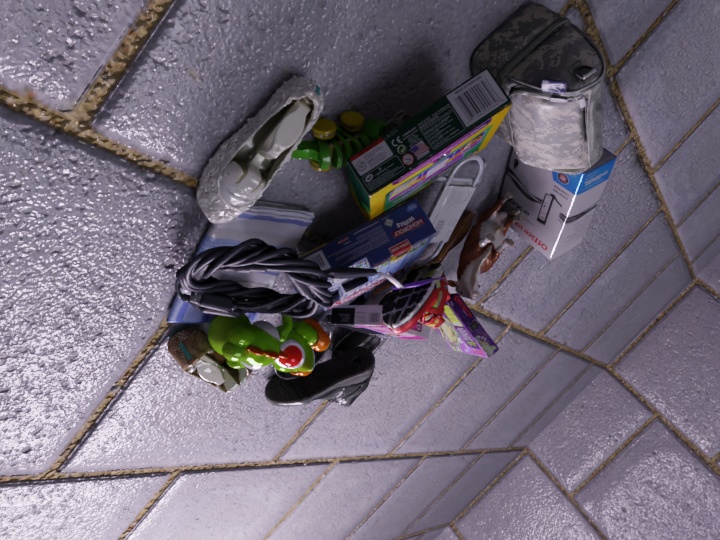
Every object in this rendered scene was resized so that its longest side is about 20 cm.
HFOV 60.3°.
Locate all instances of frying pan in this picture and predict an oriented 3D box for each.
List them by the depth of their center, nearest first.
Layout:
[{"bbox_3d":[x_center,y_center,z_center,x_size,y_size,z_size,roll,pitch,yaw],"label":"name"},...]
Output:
[{"bbox_3d":[-0.074,0.096,1.006,0.191,0.031,0.115,-55,145,7],"label":"frying pan"},{"bbox_3d":[-0.004,0.106,1.097,0.114,0.031,0.191,-23,146,-19],"label":"frying pan"}]

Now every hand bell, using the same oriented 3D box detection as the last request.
[{"bbox_3d":[0.135,-0.021,1.076,0.200,0.104,0.104,-51,149,-8],"label":"hand bell"}]

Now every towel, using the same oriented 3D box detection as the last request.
[{"bbox_3d":[-0.156,-0.006,0.820,0.146,0.024,0.201,4,126,-48],"label":"towel"}]

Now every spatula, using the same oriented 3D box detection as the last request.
[{"bbox_3d":[0.029,0.010,0.824,0.199,0.021,0.056,9,167,-39],"label":"spatula"}]

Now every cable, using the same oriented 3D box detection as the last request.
[{"bbox_3d":[-0.118,0.012,0.757,0.199,0.051,0.163,13,148,-27],"label":"cable"}]

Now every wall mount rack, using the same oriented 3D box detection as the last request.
[{"bbox_3d":[0.135,-0.108,0.972,0.173,0.075,0.201,-4,132,-40],"label":"wall mount rack"}]

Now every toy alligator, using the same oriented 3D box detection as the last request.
[{"bbox_3d":[-0.001,-0.161,0.773,0.199,0.054,0.060,-22,143,-29],"label":"toy alligator"}]

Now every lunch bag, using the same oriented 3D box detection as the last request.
[{"bbox_3d":[0.262,-0.239,0.857,0.139,0.168,0.200,-41,148,-2],"label":"lunch bag"}]

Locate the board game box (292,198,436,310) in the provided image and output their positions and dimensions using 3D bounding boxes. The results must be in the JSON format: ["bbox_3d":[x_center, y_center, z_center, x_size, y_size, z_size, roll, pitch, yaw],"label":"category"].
[{"bbox_3d":[0.000,0.000,0.914,0.199,0.062,0.200,-27,164,-10],"label":"board game box"}]

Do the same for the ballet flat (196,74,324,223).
[{"bbox_3d":[-0.111,-0.128,0.680,0.200,0.072,0.072,-51,147,10],"label":"ballet flat"}]

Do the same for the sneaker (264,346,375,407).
[{"bbox_3d":[-0.069,0.210,1.101,0.198,0.076,0.115,-18,142,-16],"label":"sneaker"}]

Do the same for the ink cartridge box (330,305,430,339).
[{"bbox_3d":[0.046,0.088,1.012,0.200,0.094,0.037,19,72,-56],"label":"ink cartridge box"}]

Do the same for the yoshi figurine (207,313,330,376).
[{"bbox_3d":[-0.137,0.095,0.872,0.111,0.113,0.200,-17,163,24],"label":"yoshi figurine"}]

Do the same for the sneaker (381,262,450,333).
[{"bbox_3d":[0.098,0.053,0.939,0.077,0.085,0.200,-18,-168,30],"label":"sneaker"}]

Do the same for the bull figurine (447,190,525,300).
[{"bbox_3d":[0.217,-0.043,1.065,0.121,0.065,0.201,-47,-166,52],"label":"bull figurine"}]

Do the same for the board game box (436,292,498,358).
[{"bbox_3d":[0.169,0.097,1.114,0.032,0.120,0.200,-33,-177,-10],"label":"board game box"}]

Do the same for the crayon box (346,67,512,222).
[{"bbox_3d":[0.080,-0.150,0.791,0.199,0.058,0.173,-33,176,-2],"label":"crayon box"}]

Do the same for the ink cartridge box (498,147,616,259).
[{"bbox_3d":[0.326,-0.140,1.062,0.084,0.146,0.201,-27,144,-25],"label":"ink cartridge box"}]

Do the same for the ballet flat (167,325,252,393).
[{"bbox_3d":[-0.209,0.146,0.902,0.070,0.065,0.200,-40,148,1],"label":"ballet flat"}]
